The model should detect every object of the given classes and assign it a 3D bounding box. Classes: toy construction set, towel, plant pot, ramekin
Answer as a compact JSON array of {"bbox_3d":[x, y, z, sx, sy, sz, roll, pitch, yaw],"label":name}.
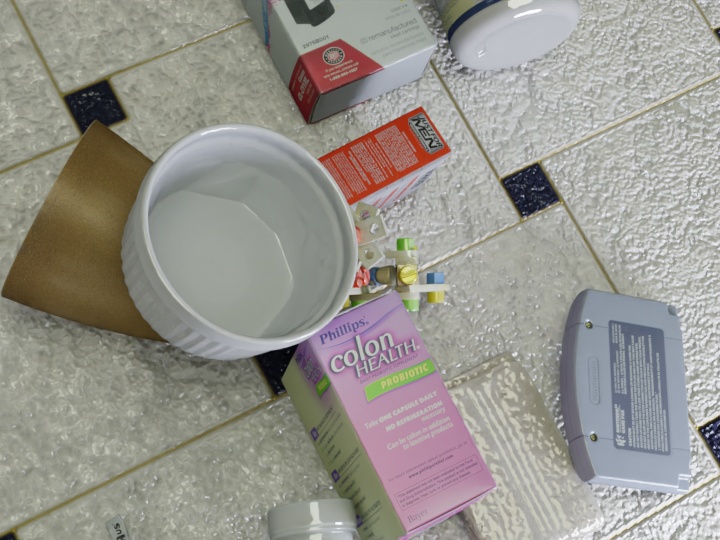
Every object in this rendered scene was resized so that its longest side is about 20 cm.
[{"bbox_3d":[0.000,0.000,1.318,0.131,0.200,0.093,-1,76,18],"label":"toy construction set"},{"bbox_3d":[0.141,0.191,1.356,0.132,0.034,0.201,-24,79,-16],"label":"towel"},{"bbox_3d":[-0.204,-0.014,1.290,0.199,0.186,0.187,27,69,-8],"label":"plant pot"},{"bbox_3d":[-0.113,-0.017,1.187,0.199,0.105,0.201,11,66,-26],"label":"ramekin"}]

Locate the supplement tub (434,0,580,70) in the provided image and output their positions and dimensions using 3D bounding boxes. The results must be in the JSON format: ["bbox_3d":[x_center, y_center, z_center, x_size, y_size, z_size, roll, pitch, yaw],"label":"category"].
[{"bbox_3d":[0.140,-0.333,1.471,0.144,0.145,0.201,-13,74,-14],"label":"supplement tub"}]

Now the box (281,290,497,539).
[{"bbox_3d":[0.021,0.147,1.271,0.096,0.176,0.201,-24,77,-17],"label":"box"}]

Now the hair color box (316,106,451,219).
[{"bbox_3d":[-0.015,-0.082,1.365,0.200,0.102,0.061,-29,82,-28],"label":"hair color box"}]

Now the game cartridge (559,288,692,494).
[{"bbox_3d":[0.267,0.121,1.384,0.133,0.042,0.201,9,66,-14],"label":"game cartridge"}]

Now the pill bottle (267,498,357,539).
[{"bbox_3d":[-0.035,0.314,1.240,0.110,0.111,0.201,-4,72,-12],"label":"pill bottle"}]

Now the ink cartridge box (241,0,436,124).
[{"bbox_3d":[-0.034,-0.279,1.453,0.145,0.083,0.200,-25,78,-17],"label":"ink cartridge box"}]

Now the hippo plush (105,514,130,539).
[{"bbox_3d":[-0.167,0.291,1.196,0.159,0.161,0.200,-30,80,-18],"label":"hippo plush"}]
